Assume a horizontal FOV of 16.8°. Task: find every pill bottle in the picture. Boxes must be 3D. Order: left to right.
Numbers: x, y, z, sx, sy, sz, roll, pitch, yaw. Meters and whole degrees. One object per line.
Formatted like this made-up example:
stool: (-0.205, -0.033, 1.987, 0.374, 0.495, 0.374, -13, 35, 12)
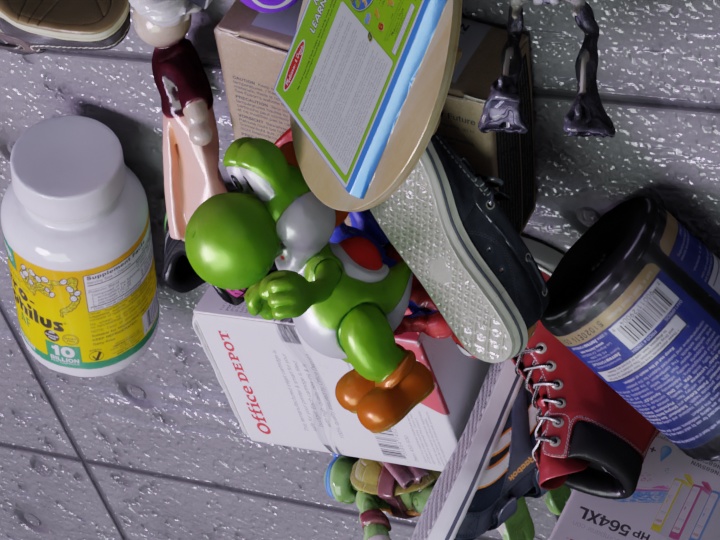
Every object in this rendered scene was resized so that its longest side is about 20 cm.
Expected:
pill bottle: (-0.214, -0.020, 1.862, 0.112, 0.113, 0.201, 20, 144, 16)
pill bottle: (0.223, 0.054, 1.619, 0.200, 0.112, 0.112, 42, 144, -13)

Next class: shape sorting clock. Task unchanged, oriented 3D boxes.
shape sorting clock: (0.008, -0.135, 1.467, 0.039, 0.201, 0.200, 6, 158, -32)

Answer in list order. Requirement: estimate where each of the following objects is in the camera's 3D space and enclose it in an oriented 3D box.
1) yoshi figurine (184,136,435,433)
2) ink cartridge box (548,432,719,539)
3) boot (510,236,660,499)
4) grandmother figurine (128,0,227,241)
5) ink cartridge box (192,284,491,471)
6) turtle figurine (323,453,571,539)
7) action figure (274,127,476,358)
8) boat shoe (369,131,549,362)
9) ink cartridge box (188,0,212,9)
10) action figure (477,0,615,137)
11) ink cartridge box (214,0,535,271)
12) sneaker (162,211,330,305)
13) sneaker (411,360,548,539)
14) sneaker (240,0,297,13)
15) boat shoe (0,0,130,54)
yoshi figurine: (-0.044, 0.014, 1.551, 0.112, 0.112, 0.201, -22, 110, 32)
ink cartridge box: (0.207, 0.202, 1.731, 0.128, 0.201, 0.126, 21, 144, 14)
boot: (0.121, 0.068, 1.686, 0.199, 0.145, 0.073, 32, 147, 3)
grandmother figurine: (-0.121, -0.112, 1.679, 0.121, 0.060, 0.201, -147, 42, -66)
ink cartridge box: (-0.007, 0.065, 1.830, 0.199, 0.083, 0.147, 7, 138, 30)
turtle figurine: (0.065, 0.208, 1.902, 0.193, 0.202, 0.144, -8, 163, 37)
action figure: (0.000, 0.000, 1.635, 0.200, 0.065, 0.099, 41, 135, -11)
boat shoe: (0.057, -0.038, 1.554, 0.074, 0.062, 0.201, -19, 106, 52)
ink cartridge box: (-0.119, -0.262, 1.562, 0.094, 0.037, 0.201, 27, 140, 7)
action figure: (0.106, -0.179, 1.423, 0.118, 0.202, 0.102, 2, 180, 1)
ink cartridge box: (0.013, -0.099, 1.625, 0.199, 0.075, 0.165, 18, 141, 20)
sneaker: (-0.070, -0.015, 1.770, 0.077, 0.084, 0.199, 29, 157, -36)
sneaker: (0.104, 0.140, 1.742, 0.079, 0.201, 0.078, 28, 168, -7)
sneaker: (-0.054, -0.219, 1.482, 0.069, 0.100, 0.201, -11, 138, -11)
boat shoe: (-0.235, -0.186, 1.721, 0.200, 0.072, 0.066, 16, 149, 31)
